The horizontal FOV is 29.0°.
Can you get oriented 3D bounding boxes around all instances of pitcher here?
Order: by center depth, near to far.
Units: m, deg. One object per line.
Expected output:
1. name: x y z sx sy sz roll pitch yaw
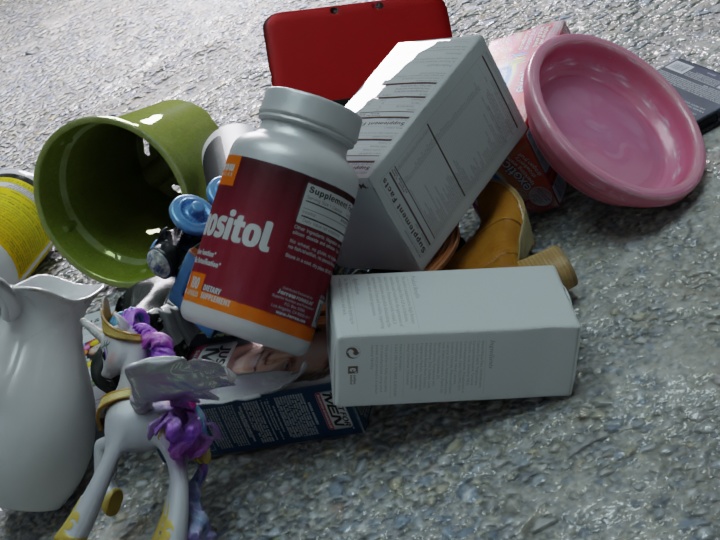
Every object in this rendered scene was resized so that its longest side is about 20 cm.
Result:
1. pitcher: -0.302 0.103 1.209 0.120 0.203 0.171 7 -1 28

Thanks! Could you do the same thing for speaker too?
1. speaker: -0.121 -0.083 1.460 0.080 0.082 0.200 -21 28 0

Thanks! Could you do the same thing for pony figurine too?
1. pony figurine: -0.156 0.122 1.122 0.191 0.203 0.166 1 -9 26

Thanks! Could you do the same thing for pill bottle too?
1. pill bottle: -0.067 -0.041 1.140 0.112 0.112 0.202 12 83 46
2. pill bottle: -0.439 -0.025 1.651 0.111 0.113 0.201 -9 31 23

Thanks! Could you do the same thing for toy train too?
1. toy train: -0.105 -0.027 1.280 0.200 0.114 0.087 -35 -16 -45

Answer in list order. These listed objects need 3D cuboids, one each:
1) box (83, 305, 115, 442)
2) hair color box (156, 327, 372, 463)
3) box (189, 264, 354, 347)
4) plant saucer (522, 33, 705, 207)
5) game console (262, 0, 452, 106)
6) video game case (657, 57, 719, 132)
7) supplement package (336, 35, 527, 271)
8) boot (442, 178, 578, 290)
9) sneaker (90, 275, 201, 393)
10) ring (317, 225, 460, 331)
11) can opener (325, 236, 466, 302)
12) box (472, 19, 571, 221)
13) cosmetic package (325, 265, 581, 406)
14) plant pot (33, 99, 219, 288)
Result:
1. box: -0.257 0.104 1.382 0.154 0.041 0.201 -17 28 8
2. hair color box: -0.086 0.106 1.238 0.198 0.061 0.100 -11 30 19
3. box: -0.090 0.003 1.425 0.156 0.051 0.201 -8 31 25
4. plant saucer: 0.237 -0.137 1.338 0.051 0.200 0.201 -52 2 45
5. game console: 0.004 -0.179 1.480 0.197 0.174 0.119 -8 46 -8
6. video game case: 0.297 -0.159 1.467 0.199 0.019 0.143 -29 29 -10
7. supplement package: 0.044 -0.108 1.272 0.109 0.114 0.200 3 45 44
8. boot: 0.100 -0.007 1.292 0.143 0.071 0.202 -24 33 -5
9. sneaker: -0.197 0.055 1.279 0.090 0.067 0.200 -8 25 32
10. ring: 0.000 0.000 1.286 0.198 0.019 0.201 -19 25 9
11. can opener: 0.029 0.014 1.320 0.199 0.054 0.067 -34 28 -23
12. box: 0.168 -0.155 1.436 0.095 0.100 0.201 -10 37 32
13. cosmetic package: 0.072 0.053 1.145 0.197 0.075 0.102 -1 31 -5
14. plant pot: -0.243 -0.108 1.606 0.198 0.202 0.184 -8 20 24
